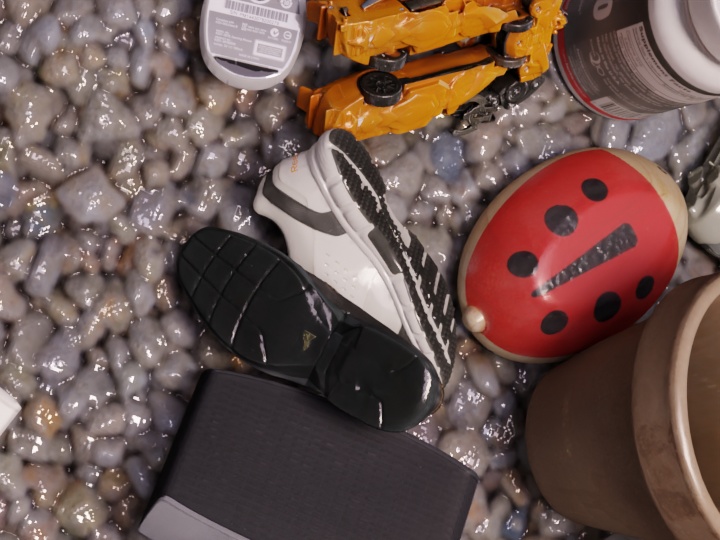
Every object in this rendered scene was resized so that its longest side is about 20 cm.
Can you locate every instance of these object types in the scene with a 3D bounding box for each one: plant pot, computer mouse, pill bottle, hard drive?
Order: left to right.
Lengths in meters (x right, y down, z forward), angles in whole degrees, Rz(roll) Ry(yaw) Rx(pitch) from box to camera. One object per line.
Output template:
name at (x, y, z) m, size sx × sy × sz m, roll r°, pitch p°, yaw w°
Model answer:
computer mouse at (-0.067, -0.216, 1.272) m, size 0.109 × 0.044 × 0.202 m, roll 13°, pitch 81°, yaw -11°
hard drive at (-0.028, 0.144, 1.215) m, size 0.198 × 0.042 × 0.136 m, roll 21°, pitch 59°, yaw 0°
plant pot at (0.208, 0.110, 1.279) m, size 0.199 × 0.174 × 0.202 m, roll 13°, pitch 71°, yaw -42°
pill bottle at (0.226, -0.173, 1.309) m, size 0.113 × 0.200 × 0.115 m, roll 2°, pitch 85°, yaw -23°

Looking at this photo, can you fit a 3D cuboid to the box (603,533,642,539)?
box at (0.153, 0.280, 1.273) m, size 0.199 × 0.097 × 0.125 m, roll -27°, pitch 115°, yaw -28°

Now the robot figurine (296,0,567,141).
robot figurine at (0.055, -0.157, 1.288) m, size 0.199 × 0.058 × 0.146 m, roll -19°, pitch 136°, yaw -30°

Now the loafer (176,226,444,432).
loafer at (-0.033, 0.041, 1.237) m, size 0.199 × 0.072 × 0.073 m, roll 36°, pitch 95°, yaw 15°

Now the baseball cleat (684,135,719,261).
baseball cleat at (0.314, -0.092, 1.420) m, size 0.106 × 0.070 × 0.201 m, roll 38°, pitch 82°, yaw -23°

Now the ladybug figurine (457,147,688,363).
ladybug figurine at (0.156, -0.011, 1.336) m, size 0.199 × 0.072 × 0.136 m, roll -35°, pitch 100°, yaw -21°

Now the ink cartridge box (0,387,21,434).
ink cartridge box at (-0.320, 0.114, 1.120) m, size 0.145 × 0.085 × 0.201 m, roll 41°, pitch 70°, yaw -15°

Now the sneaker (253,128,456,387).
sneaker at (0.000, 0.000, 1.281) m, size 0.201 × 0.079 × 0.074 m, roll 60°, pitch 24°, yaw -20°
